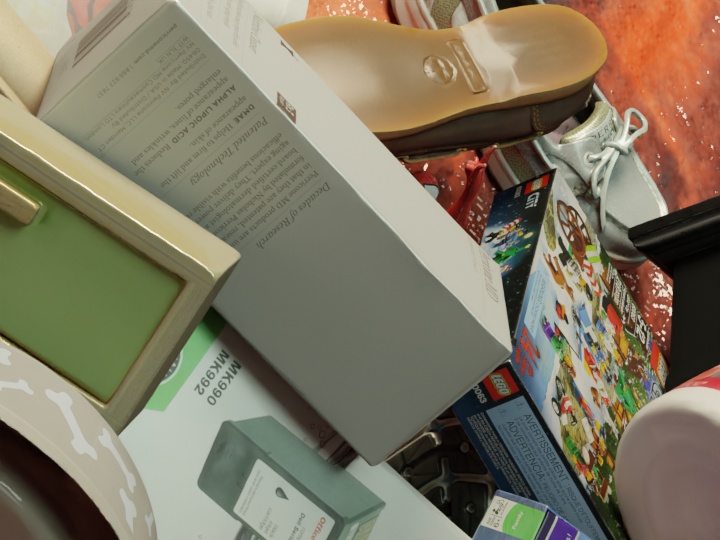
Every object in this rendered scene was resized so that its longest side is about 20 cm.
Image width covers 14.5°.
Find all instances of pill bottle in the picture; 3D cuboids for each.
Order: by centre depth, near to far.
[{"bbox_3d":[0.219,0.075,1.291,0.200,0.111,0.111,-24,84,-38],"label":"pill bottle"}]

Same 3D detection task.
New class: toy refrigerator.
[{"bbox_3d":[-0.151,-0.026,1.051,0.200,0.076,0.070,34,9,1],"label":"toy refrigerator"}]

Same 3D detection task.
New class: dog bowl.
[{"bbox_3d":[-0.165,0.104,1.034,0.200,0.200,0.059,45,31,-14],"label":"dog bowl"}]

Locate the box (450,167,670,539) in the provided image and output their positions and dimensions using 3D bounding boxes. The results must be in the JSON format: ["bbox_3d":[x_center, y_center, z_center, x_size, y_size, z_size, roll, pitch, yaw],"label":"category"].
[{"bbox_3d":[0.099,0.055,1.343,0.137,0.038,0.200,58,23,-19],"label":"box"}]

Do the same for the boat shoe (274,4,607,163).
[{"bbox_3d":[0.024,-0.081,1.370,0.200,0.070,0.070,-5,61,-26],"label":"boat shoe"}]

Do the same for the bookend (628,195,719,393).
[{"bbox_3d":[0.225,0.094,1.434,0.199,0.092,0.200,37,46,-38],"label":"bookend"}]

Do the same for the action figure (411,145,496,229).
[{"bbox_3d":[0.000,0.000,1.305,0.065,0.099,0.200,25,43,7],"label":"action figure"}]

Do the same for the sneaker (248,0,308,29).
[{"bbox_3d":[-0.068,-0.203,1.376,0.085,0.073,0.200,19,57,-37],"label":"sneaker"}]

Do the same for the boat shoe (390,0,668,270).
[{"bbox_3d":[0.097,-0.089,1.468,0.202,0.065,0.074,55,43,-4],"label":"boat shoe"}]

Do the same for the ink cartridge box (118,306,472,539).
[{"bbox_3d":[-0.071,0.109,1.153,0.200,0.084,0.146,42,69,-19],"label":"ink cartridge box"}]

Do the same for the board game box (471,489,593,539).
[{"bbox_3d":[0.065,0.212,1.203,0.135,0.034,0.200,37,75,-38],"label":"board game box"}]

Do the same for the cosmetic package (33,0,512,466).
[{"bbox_3d":[-0.033,-0.028,1.146,0.200,0.081,0.113,44,14,-16],"label":"cosmetic package"}]

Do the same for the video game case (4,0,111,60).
[{"bbox_3d":[-0.135,-0.054,1.197,0.182,0.023,0.200,-32,94,-18],"label":"video game case"}]

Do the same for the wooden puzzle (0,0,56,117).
[{"bbox_3d":[-0.218,-0.050,1.144,0.200,0.037,0.185,-43,99,-20],"label":"wooden puzzle"}]

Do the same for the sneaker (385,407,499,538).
[{"bbox_3d":[0.055,0.130,1.318,0.090,0.078,0.200,1,68,-63],"label":"sneaker"}]
